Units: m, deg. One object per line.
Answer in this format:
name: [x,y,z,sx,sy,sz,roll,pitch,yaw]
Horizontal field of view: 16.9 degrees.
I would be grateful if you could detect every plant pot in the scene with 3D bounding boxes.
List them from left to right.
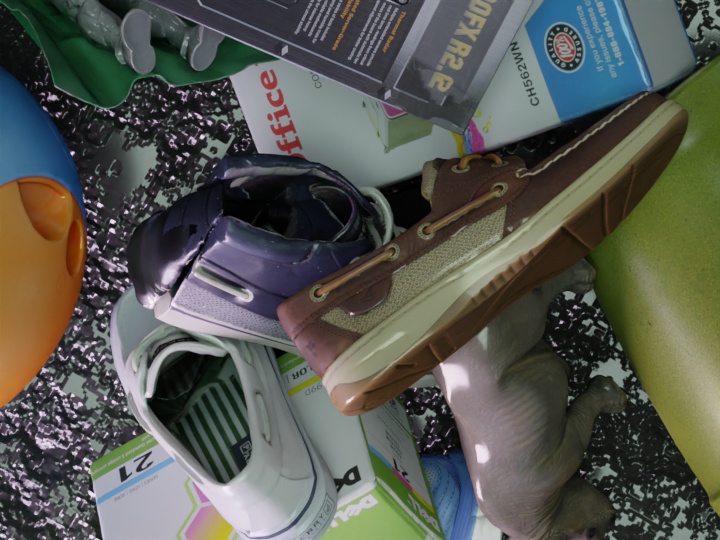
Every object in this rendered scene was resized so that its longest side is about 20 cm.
plant pot: [0.197,0.003,1.139,0.200,0.200,0.193,-41,82,6]

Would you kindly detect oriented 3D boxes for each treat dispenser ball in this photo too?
treat dispenser ball: [-0.227,-0.015,1.132,0.200,0.201,0.202,0,97,2]

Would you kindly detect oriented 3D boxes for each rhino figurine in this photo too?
rhino figurine: [0.080,0.073,1.141,0.087,0.060,0.201,-42,128,-34]

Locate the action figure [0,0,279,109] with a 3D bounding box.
action figure: [-0.135,-0.138,1.134,0.118,0.200,0.055,-6,117,-35]

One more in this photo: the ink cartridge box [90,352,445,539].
ink cartridge box: [-0.036,0.149,1.139,0.147,0.200,0.076,-30,133,12]

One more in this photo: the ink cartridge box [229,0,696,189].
ink cartridge box: [0.035,-0.124,1.136,0.199,0.085,0.145,-19,95,27]

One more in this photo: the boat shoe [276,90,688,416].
boat shoe: [0.052,-0.023,1.053,0.200,0.072,0.072,-39,74,-3]

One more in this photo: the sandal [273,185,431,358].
sandal: [-0.021,0.034,1.209,0.200,0.045,0.075,-36,95,6]

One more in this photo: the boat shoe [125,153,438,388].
boat shoe: [0.000,0.000,1.116,0.199,0.093,0.075,8,64,-26]

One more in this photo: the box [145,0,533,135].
box: [0.016,-0.177,1.020,0.158,0.048,0.201,21,112,-15]

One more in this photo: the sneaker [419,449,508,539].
sneaker: [0.026,0.187,1.219,0.089,0.079,0.201,5,89,8]

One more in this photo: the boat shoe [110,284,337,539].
boat shoe: [-0.073,0.051,1.141,0.074,0.200,0.067,-43,133,-2]
